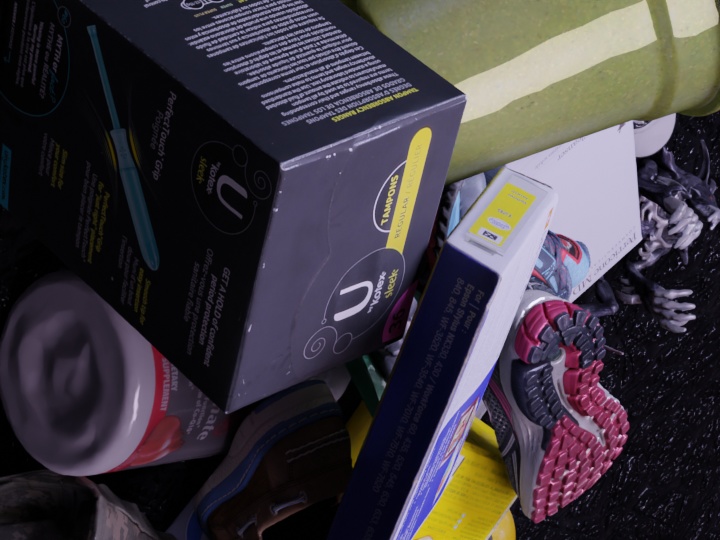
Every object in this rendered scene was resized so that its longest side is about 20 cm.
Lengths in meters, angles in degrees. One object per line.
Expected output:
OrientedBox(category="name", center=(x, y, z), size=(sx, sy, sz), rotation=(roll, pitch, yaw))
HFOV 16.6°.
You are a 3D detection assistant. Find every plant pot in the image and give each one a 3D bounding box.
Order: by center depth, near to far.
OrientedBox(category="plant pot", center=(0.079, -0.139, 1.358), size=(0.183, 0.201, 0.201), rotation=(-28, 144, -14))

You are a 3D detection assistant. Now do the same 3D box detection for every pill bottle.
OrientedBox(category="pill bottle", center=(-0.096, 0.050, 1.377), size=(0.199, 0.111, 0.111), rotation=(-5, 127, -51))

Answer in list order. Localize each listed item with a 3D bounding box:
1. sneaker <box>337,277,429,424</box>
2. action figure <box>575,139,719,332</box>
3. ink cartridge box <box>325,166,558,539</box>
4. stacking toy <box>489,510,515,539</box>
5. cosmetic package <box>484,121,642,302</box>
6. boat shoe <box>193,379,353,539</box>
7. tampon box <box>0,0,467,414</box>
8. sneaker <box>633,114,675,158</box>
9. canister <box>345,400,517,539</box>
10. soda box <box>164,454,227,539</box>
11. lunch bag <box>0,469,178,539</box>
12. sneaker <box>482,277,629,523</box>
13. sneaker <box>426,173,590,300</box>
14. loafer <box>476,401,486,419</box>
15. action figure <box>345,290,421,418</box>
OrientedBox(category="sneaker", center=(0.013, 0.016, 1.541), size=(0.106, 0.074, 0.201), rotation=(-49, 151, -29))
OrientedBox(category="action figure", center=(0.195, -0.012, 1.708), size=(0.200, 0.102, 0.119), rotation=(-36, 135, -22))
OrientedBox(category="ink cartridge box", center=(0.035, 0.064, 1.270), size=(0.199, 0.047, 0.200), rotation=(-68, 170, 21))
OrientedBox(category="stacking toy", center=(0.064, 0.198, 1.766), size=(0.146, 0.146, 0.202), rotation=(-21, 120, -40))
OrientedBox(category="cosmetic package", center=(0.111, -0.064, 1.558), size=(0.113, 0.081, 0.200), rotation=(-41, 147, -16))
OrientedBox(category="boat shoe", center=(-0.045, 0.136, 1.385), size=(0.072, 0.073, 0.200), rotation=(-21, 159, -18))
OrientedBox(category="tampon box", center=(-0.070, -0.060, 1.207), size=(0.126, 0.200, 0.151), rotation=(-22, 140, -39))
OrientedBox(category="sneaker", center=(0.176, -0.121, 1.588), size=(0.074, 0.080, 0.200), rotation=(-48, 151, -8))
OrientedBox(category="canister", center=(0.006, 0.176, 1.528), size=(0.201, 0.086, 0.148), rotation=(-55, 146, 6))
OrientedBox(category="soda box", center=(-0.097, 0.200, 1.573), size=(0.200, 0.070, 0.063), rotation=(-51, 149, -1))
OrientedBox(category="lunch bag", center=(-0.197, 0.200, 1.394), size=(0.200, 0.118, 0.164), rotation=(-43, 153, -5))
OrientedBox(category="sneaker", center=(0.107, 0.072, 1.460), size=(0.080, 0.075, 0.201), rotation=(-35, 142, -21))
OrientedBox(category="sneaker", center=(0.087, -0.013, 1.476), size=(0.095, 0.080, 0.201), rotation=(-16, 143, 1))
OrientedBox(category="loafer", center=(0.040, 0.099, 1.659), size=(0.200, 0.070, 0.070), rotation=(-47, 160, 0))
OrientedBox(category="action figure", center=(0.000, 0.000, 1.394), size=(0.201, 0.054, 0.118), rotation=(59, 29, -27))
